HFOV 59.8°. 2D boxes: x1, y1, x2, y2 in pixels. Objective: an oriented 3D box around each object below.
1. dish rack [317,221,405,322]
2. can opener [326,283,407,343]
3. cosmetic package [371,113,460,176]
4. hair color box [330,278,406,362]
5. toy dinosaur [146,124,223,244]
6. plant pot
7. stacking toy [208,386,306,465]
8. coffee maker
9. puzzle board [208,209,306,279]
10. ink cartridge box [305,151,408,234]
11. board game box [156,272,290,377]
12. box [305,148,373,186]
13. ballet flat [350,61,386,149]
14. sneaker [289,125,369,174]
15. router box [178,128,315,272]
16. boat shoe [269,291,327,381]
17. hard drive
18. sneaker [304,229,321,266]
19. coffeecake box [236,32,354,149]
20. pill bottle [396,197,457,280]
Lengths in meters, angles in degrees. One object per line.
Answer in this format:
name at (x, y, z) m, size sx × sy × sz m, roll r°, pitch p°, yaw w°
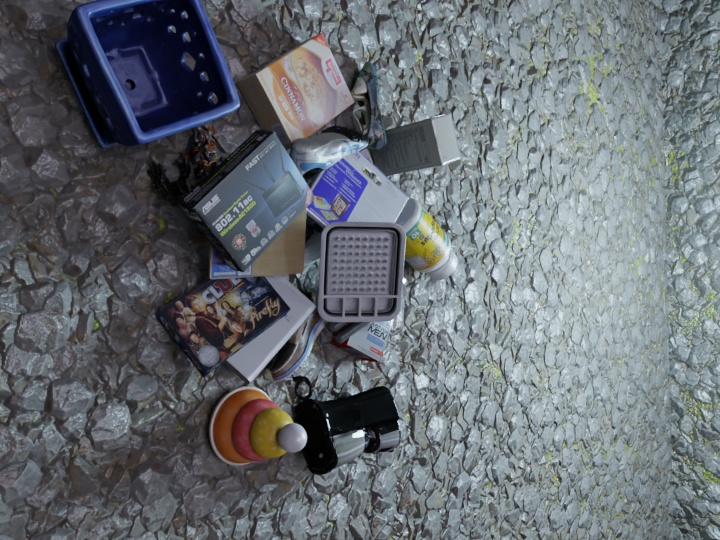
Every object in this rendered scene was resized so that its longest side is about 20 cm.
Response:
dish rack at (0.000, 0.000, 1.240) m, size 0.170 × 0.044 × 0.202 m, roll 0°, pitch 105°, yaw -11°
can opener at (0.013, 0.080, 1.318) m, size 0.199 × 0.067 × 0.054 m, roll -34°, pitch 97°, yaw -21°
cosmetic package at (0.117, -0.275, 1.393) m, size 0.071 × 0.199 × 0.106 m, roll -25°, pitch 107°, yaw -40°
hair color box at (0.020, 0.089, 1.393) m, size 0.110 × 0.064 × 0.202 m, roll 31°, pitch 68°, yaw -37°
toy dinosaur at (-0.281, -0.156, 1.102) m, size 0.135 × 0.102 × 0.202 m, roll -5°, pitch 71°, yaw -59°
plant pot at (-0.341, -0.306, 0.981) m, size 0.199 × 0.179 × 0.202 m, roll -34°, pitch 112°, yaw -38°
stacking toy at (-0.167, 0.293, 1.124) m, size 0.145 × 0.199 × 0.148 m, roll 0°, pitch 90°, yaw -42°
coffee maker at (-0.024, 0.302, 1.302) m, size 0.199 × 0.134 × 0.195 m, roll -5°, pitch 93°, yaw -43°
puzzle board at (-0.187, -0.065, 1.150) m, size 0.198 × 0.017 × 0.153 m, roll -4°, pitch 102°, yaw -39°
ink cartridge box at (-0.014, -0.137, 1.296) m, size 0.198 × 0.043 × 0.201 m, roll 40°, pitch 60°, yaw -19°
board game box at (-0.242, 0.077, 1.126) m, size 0.136 × 0.035 × 0.200 m, roll 49°, pitch 54°, yaw 4°
box at (-0.052, -0.206, 1.344) m, size 0.200 × 0.038 × 0.042 m, roll -39°, pitch 112°, yaw -36°
ballet flat at (0.010, -0.365, 1.380) m, size 0.074 × 0.074 × 0.202 m, roll -2°, pitch 77°, yaw -43°
sneaker at (-0.063, -0.237, 1.240) m, size 0.199 × 0.072 × 0.073 m, roll -25°, pitch 143°, yaw -41°
router box at (-0.189, -0.121, 1.078) m, size 0.200 × 0.062 × 0.150 m, roll -49°, pitch 128°, yaw -20°
boat shoe at (-0.133, 0.128, 1.253) m, size 0.073 × 0.072 × 0.201 m, roll 50°, pitch 48°, yaw -25°
hard drive at (-0.193, 0.096, 1.181) m, size 0.132 × 0.026 × 0.200 m, roll 41°, pitch 59°, yaw -1°
sneaker at (-0.075, -0.078, 1.313) m, size 0.199 × 0.075 × 0.089 m, roll -32°, pitch 95°, yaw -41°
coffeecake box at (-0.124, -0.356, 1.255) m, size 0.200 × 0.073 × 0.154 m, roll -45°, pitch 118°, yaw -34°
pill bottle at (0.143, -0.067, 1.476) m, size 0.200 × 0.112 × 0.113 m, roll 45°, pitch 61°, yaw -33°
